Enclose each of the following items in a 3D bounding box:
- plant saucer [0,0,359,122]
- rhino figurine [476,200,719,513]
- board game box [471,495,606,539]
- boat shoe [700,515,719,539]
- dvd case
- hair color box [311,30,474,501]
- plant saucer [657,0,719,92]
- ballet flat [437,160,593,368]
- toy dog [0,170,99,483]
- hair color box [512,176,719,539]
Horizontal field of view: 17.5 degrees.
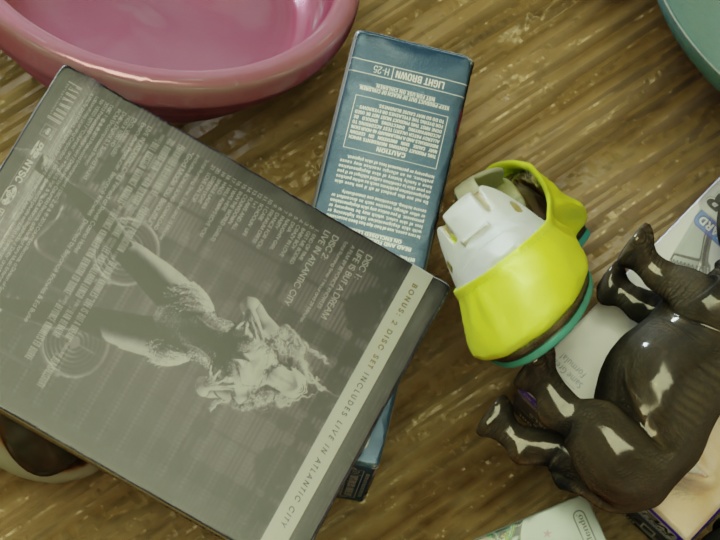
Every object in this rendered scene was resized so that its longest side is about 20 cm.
[{"bbox_3d":[-0.101,-0.139,1.130,0.200,0.051,0.201,8,45,-8],"label":"plant saucer"},{"bbox_3d":[0.147,0.024,1.054,0.087,0.060,0.200,40,77,6],"label":"rhino figurine"},{"bbox_3d":[0.040,0.211,1.067,0.199,0.064,0.148,-22,75,-6],"label":"board game box"},{"bbox_3d":[0.215,0.201,1.064,0.063,0.074,0.202,-34,82,-17],"label":"boat shoe"},{"bbox_3d":[-0.081,0.021,1.025,0.200,0.016,0.149,30,75,-1],"label":"dvd case"},{"bbox_3d":[0.000,0.000,1.103,0.060,0.100,0.201,14,76,0],"label":"hair color box"},{"bbox_3d":[0.225,-0.124,1.137,0.199,0.027,0.201,12,51,-15],"label":"plant saucer"},{"bbox_3d":[0.066,-0.011,1.061,0.067,0.200,0.067,-37,96,14],"label":"ballet flat"},{"bbox_3d":[-0.188,0.019,1.080,0.200,0.140,0.194,30,83,6],"label":"toy dog"},{"bbox_3d":[0.179,0.027,1.116,0.109,0.065,0.200,43,80,10],"label":"hair color box"}]
